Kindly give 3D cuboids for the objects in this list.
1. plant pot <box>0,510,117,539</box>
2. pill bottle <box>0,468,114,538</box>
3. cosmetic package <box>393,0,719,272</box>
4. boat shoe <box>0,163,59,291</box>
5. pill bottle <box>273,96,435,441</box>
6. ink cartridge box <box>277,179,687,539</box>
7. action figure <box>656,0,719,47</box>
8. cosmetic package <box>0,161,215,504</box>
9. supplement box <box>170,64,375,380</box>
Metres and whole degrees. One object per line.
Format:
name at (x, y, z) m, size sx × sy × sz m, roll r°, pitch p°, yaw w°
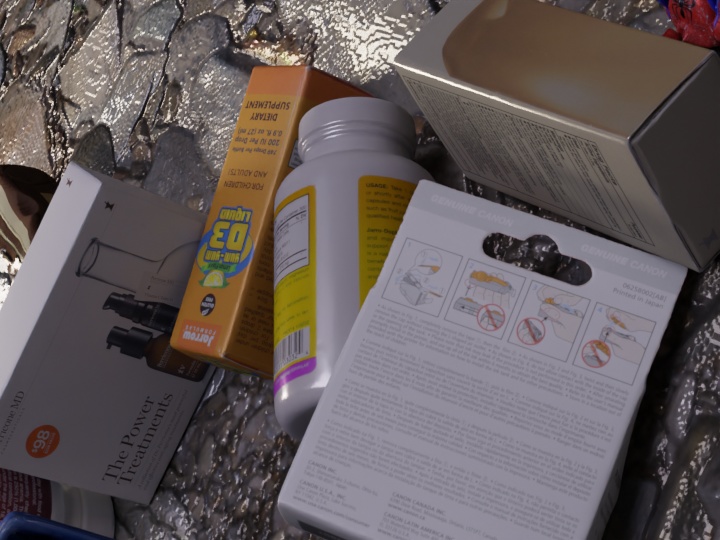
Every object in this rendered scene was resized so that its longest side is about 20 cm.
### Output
plant pot at (-0.166, 0.268, 1.141) m, size 0.200 × 0.200 × 0.180 m, roll -56°, pitch 36°, yaw 15°
pill bottle at (-0.275, 0.166, 1.302) m, size 0.114 × 0.200 × 0.114 m, roll -23°, pitch 57°, yaw 41°
cosmetic package at (0.119, -0.082, 1.036) m, size 0.071 × 0.105 × 0.200 m, roll -46°, pitch 39°, yaw -14°
boat shoe at (-0.234, -0.007, 1.445) m, size 0.202 × 0.075 × 0.075 m, roll 49°, pitch 125°, yaw 53°
pill bottle at (0.000, 0.000, 1.143) m, size 0.104 × 0.104 × 0.200 m, roll -24°, pitch 56°, yaw 40°
ink cartridge box at (0.069, 0.070, 1.026) m, size 0.162 × 0.057 × 0.200 m, roll 19°, pitch 69°, yaw 15°
action figure at (0.191, -0.200, 1.029) m, size 0.065 × 0.099 × 0.200 m, roll 34°, pitch 102°, yaw 51°
cosmetic package at (-0.167, 0.046, 1.273) m, size 0.052 × 0.151 × 0.200 m, roll 32°, pitch 98°, yaw 50°
supplement box at (-0.057, -0.031, 1.251) m, size 0.067 × 0.069 × 0.200 m, roll 6°, pitch 80°, yaw 50°
